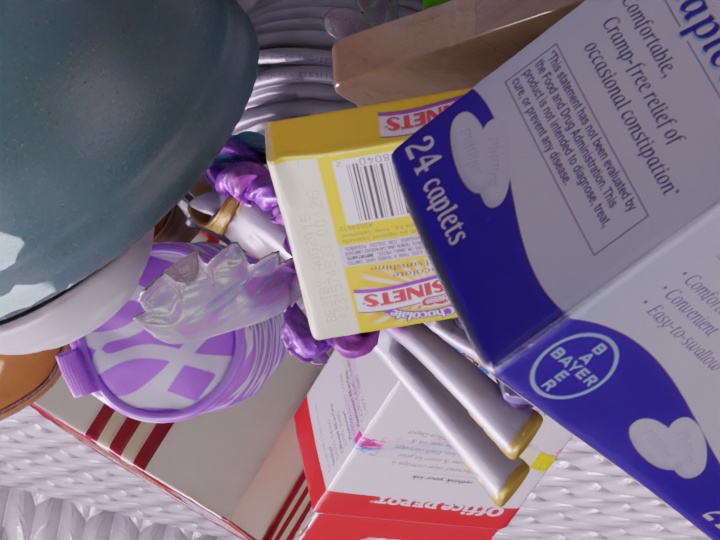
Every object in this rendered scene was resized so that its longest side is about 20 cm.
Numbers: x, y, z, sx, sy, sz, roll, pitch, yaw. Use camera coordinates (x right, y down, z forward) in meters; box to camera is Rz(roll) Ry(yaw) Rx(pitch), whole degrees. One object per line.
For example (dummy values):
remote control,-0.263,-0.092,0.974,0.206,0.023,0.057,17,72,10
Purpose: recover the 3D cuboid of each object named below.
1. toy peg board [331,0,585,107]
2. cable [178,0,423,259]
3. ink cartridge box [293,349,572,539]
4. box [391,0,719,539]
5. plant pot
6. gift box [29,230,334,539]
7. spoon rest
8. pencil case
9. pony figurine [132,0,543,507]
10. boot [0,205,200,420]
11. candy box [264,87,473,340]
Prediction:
toy peg board,0.124,-0.105,1.092,0.199,0.098,0.200,-17,154,32
cable,0.018,-0.046,1.317,0.200,0.069,0.200,33,151,-11
ink cartridge box,0.043,0.070,1.495,0.116,0.067,0.200,8,137,-26
box,0.149,-0.022,0.965,0.200,0.105,0.184,-38,137,15
plant pot,-0.159,-0.093,1.173,0.200,0.201,0.134,0,136,42
gift box,-0.054,0.050,1.635,0.200,0.187,0.185,28,173,15
spoon rest,-0.121,-0.028,1.217,0.099,0.200,0.061,-25,111,19
pencil case,-0.082,0.030,1.346,0.085,0.084,0.200,-33,176,5
pony figurine,0.000,0.000,1.187,0.200,0.167,0.193,38,168,9
boot,-0.180,0.002,1.393,0.074,0.200,0.155,52,-167,19
candy box,0.072,-0.030,1.049,0.199,0.026,0.102,-9,141,3
